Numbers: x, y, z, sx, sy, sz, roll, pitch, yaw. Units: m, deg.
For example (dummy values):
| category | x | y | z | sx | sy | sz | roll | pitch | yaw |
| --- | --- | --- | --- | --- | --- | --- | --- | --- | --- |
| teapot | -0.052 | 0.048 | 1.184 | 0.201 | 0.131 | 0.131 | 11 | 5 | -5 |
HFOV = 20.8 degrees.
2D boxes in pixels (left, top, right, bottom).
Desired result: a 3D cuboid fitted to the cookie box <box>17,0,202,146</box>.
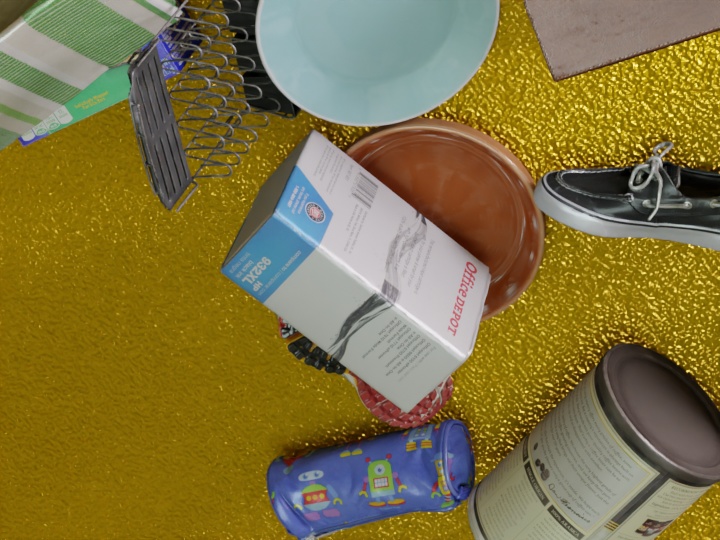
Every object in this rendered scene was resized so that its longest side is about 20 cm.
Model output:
| category | x | y | z | sx | sy | sz | roll | pitch | yaw |
| --- | --- | --- | --- | --- | --- | --- | --- | --- | --- |
| cookie box | -0.258 | -0.229 | 1.630 | 0.171 | 0.075 | 0.200 | -22 | 113 | 23 |

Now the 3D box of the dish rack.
| category | x | y | z | sx | sy | sz | roll | pitch | yaw |
| --- | --- | --- | --- | --- | --- | --- | --- | --- | --- |
| dish rack | -0.118 | -0.149 | 1.573 | 0.054 | 0.200 | 0.154 | 5 | 129 | 25 |

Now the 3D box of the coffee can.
| category | x | y | z | sx | sy | sz | roll | pitch | yaw |
| --- | --- | --- | --- | --- | --- | --- | --- | --- | --- |
| coffee can | 0.209 | 0.183 | 1.730 | 0.146 | 0.146 | 0.200 | 36 | 121 | -10 |

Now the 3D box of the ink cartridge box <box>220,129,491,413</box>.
| category | x | y | z | sx | sy | sz | roll | pitch | yaw |
| --- | --- | --- | --- | --- | --- | --- | --- | --- | --- |
| ink cartridge box | 0.000 | 0.000 | 1.632 | 0.200 | 0.145 | 0.084 | 38 | 122 | -11 |

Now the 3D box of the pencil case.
| category | x | y | z | sx | sy | sz | roll | pitch | yaw |
| --- | --- | --- | --- | --- | --- | --- | --- | --- | --- |
| pencil case | 0.010 | 0.196 | 1.816 | 0.199 | 0.078 | 0.087 | -15 | 76 | 23 |

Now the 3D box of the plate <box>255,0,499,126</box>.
| category | x | y | z | sx | sy | sz | roll | pitch | yaw |
| --- | --- | --- | --- | --- | --- | --- | --- | --- | --- |
| plate | 0.013 | -0.206 | 1.588 | 0.199 | 0.026 | 0.201 | -5 | 127 | -7 |

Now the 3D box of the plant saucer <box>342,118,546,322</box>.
| category | x | y | z | sx | sy | sz | roll | pitch | yaw |
| --- | --- | --- | --- | --- | --- | --- | --- | --- | --- |
| plant saucer | 0.062 | -0.042 | 1.698 | 0.200 | 0.032 | 0.201 | 6 | 121 | 10 |

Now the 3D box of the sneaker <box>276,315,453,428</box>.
| category | x | y | z | sx | sy | sz | roll | pitch | yaw |
| --- | --- | --- | --- | --- | --- | --- | --- | --- | --- |
| sneaker | 0.006 | 0.067 | 1.756 | 0.200 | 0.082 | 0.078 | 39 | 101 | -28 |

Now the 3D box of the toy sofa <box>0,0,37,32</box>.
| category | x | y | z | sx | sy | sz | roll | pitch | yaw |
| --- | --- | --- | --- | --- | --- | --- | --- | --- | --- |
| toy sofa | -0.294 | -0.212 | 1.566 | 0.083 | 0.098 | 0.200 | 26 | 126 | -33 |

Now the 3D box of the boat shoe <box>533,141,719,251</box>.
| category | x | y | z | sx | sy | sz | roll | pitch | yaw |
| --- | --- | --- | --- | --- | --- | --- | --- | --- | --- |
| boat shoe | 0.245 | -0.065 | 1.618 | 0.199 | 0.074 | 0.068 | 13 | 126 | 4 |

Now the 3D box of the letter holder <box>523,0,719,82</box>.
| category | x | y | z | sx | sy | sz | roll | pitch | yaw |
| --- | --- | --- | --- | --- | --- | --- | --- | --- | --- |
| letter holder | 0.221 | -0.252 | 1.500 | 0.199 | 0.101 | 0.142 | -16 | 114 | 20 |

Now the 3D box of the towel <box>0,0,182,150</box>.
| category | x | y | z | sx | sy | sz | roll | pitch | yaw |
| --- | --- | --- | --- | --- | --- | --- | --- | --- | --- |
| towel | -0.247 | -0.166 | 1.530 | 0.200 | 0.153 | 0.023 | -35 | 74 | 11 |
